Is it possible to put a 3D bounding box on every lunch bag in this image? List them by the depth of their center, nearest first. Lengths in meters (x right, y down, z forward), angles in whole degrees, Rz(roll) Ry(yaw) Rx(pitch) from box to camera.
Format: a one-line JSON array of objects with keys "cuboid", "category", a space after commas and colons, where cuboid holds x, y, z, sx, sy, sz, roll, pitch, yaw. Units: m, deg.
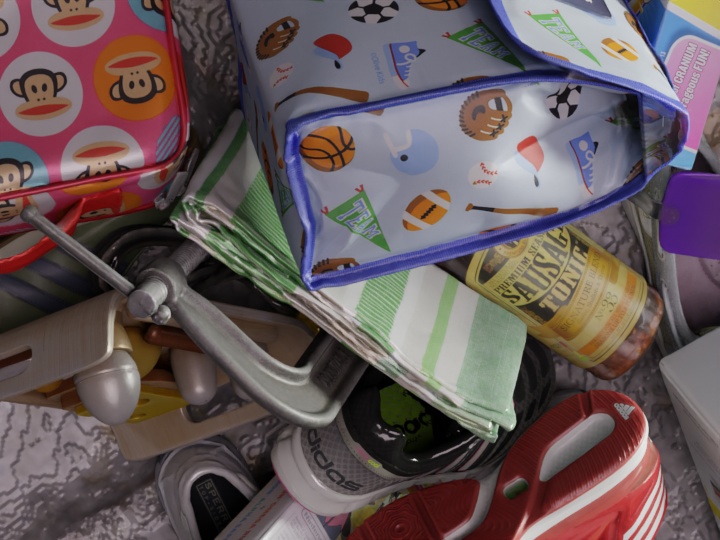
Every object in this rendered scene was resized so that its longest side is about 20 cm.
[{"cuboid": [0.046, -0.097, 1.292, 0.199, 0.170, 0.124, -11, 128, -7], "category": "lunch bag"}, {"cuboid": [-0.185, -0.086, 1.325, 0.199, 0.082, 0.177, -9, 77, -7], "category": "lunch bag"}]

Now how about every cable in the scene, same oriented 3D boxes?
[{"cuboid": [-0.046, -0.004, 1.395, 0.200, 0.050, 0.097, 14, 95, -39], "category": "cable"}]

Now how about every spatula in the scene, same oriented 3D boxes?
[{"cuboid": [0.130, -0.048, 1.423, 0.199, 0.021, 0.057, 17, 128, 16], "category": "spatula"}]

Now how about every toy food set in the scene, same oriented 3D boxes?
[{"cuboid": [-0.124, 0.065, 1.335, 0.143, 0.200, 0.061, -21, 71, 28], "category": "toy food set"}]

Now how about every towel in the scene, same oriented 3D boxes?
[{"cuboid": [0.000, 0.000, 1.341, 0.200, 0.153, 0.023, 35, 111, -7], "category": "towel"}]

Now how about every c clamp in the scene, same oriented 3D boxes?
[{"cuboid": [-0.064, 0.005, 1.300, 0.171, 0.200, 0.027, 44, 110, 4], "category": "c clamp"}]

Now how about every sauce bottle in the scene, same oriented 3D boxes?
[{"cuboid": [0.075, -0.014, 1.434, 0.200, 0.066, 0.066, 32, 94, -20], "category": "sauce bottle"}]

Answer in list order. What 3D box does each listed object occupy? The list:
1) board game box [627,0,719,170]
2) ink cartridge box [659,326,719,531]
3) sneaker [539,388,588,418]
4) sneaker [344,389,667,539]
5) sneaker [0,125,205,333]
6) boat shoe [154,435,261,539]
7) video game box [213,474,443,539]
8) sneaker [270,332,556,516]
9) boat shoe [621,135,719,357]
[{"cuboid": [0.162, -0.166, 1.377, 0.040, 0.153, 0.201, 14, 99, -15], "category": "board game box"}, {"cuboid": [0.270, 0.106, 1.463, 0.145, 0.083, 0.200, -30, 128, -5], "category": "ink cartridge box"}, {"cuboid": [0.121, 0.168, 1.488, 0.074, 0.087, 0.201, -2, 85, -10], "category": "sneaker"}, {"cuboid": [0.081, 0.157, 1.384, 0.200, 0.078, 0.116, -30, 135, 2], "category": "sneaker"}, {"cuboid": [-0.163, 0.003, 1.396, 0.200, 0.067, 0.090, -31, 126, -13], "category": "sneaker"}, {"cuboid": [-0.052, 0.184, 1.455, 0.073, 0.065, 0.200, -36, 107, -2], "category": "boat shoe"}, {"cuboid": [0.005, 0.195, 1.428, 0.182, 0.047, 0.200, -43, 113, -41], "category": "video game box"}, {"cuboid": [0.047, 0.071, 1.402, 0.200, 0.087, 0.074, -19, 77, -42], "category": "sneaker"}, {"cuboid": [0.200, 0.007, 1.470, 0.074, 0.065, 0.203, -22, 107, -6], "category": "boat shoe"}]
